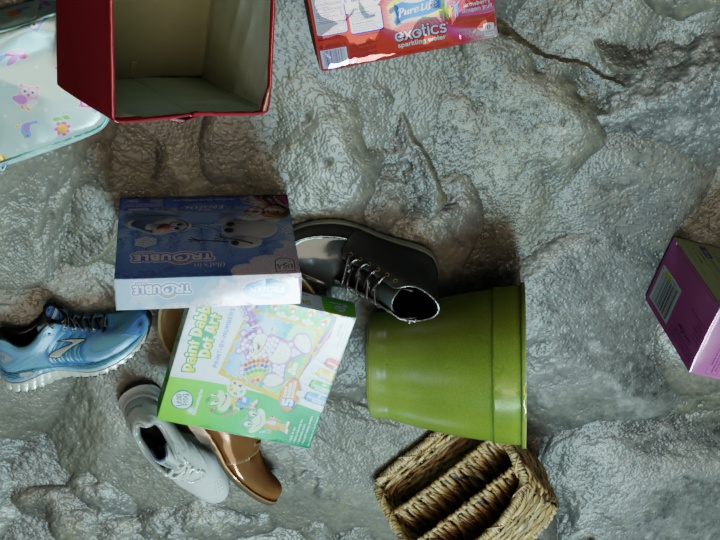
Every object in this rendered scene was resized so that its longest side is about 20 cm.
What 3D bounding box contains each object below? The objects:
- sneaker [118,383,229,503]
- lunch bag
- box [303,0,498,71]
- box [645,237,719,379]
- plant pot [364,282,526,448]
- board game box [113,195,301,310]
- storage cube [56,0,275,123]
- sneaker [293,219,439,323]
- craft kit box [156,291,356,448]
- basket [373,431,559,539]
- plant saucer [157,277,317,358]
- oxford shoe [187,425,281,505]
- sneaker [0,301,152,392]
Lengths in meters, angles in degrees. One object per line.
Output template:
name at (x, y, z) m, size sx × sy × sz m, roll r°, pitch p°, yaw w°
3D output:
sneaker at (-0.237, 0.235, 1.762) m, size 0.074 × 0.087 × 0.200 m, roll -35°, pitch 119°, yaw 10°
lunch bag at (-0.377, -0.196, 1.507) m, size 0.199 × 0.077 × 0.161 m, roll -17°, pitch 121°, yaw 1°
box at (0.040, -0.293, 1.499) m, size 0.199 × 0.096 × 0.100 m, roll -12°, pitch 120°, yaw -1°
box at (0.480, 0.060, 1.711) m, size 0.199 × 0.176 × 0.097 m, roll 12°, pitch 117°, yaw -15°
plant pot at (0.105, 0.114, 1.697) m, size 0.192 × 0.201 × 0.201 m, roll 0°, pitch 120°, yaw 6°
board game box at (-0.173, -0.024, 1.561) m, size 0.199 × 0.199 × 0.044 m, roll -2°, pitch 119°, yaw -7°
storage cube at (-0.199, -0.258, 1.399) m, size 0.170 × 0.180 × 0.201 m, roll -7°, pitch 110°, yaw -28°
sneaker at (0.000, 0.000, 1.649) m, size 0.199 × 0.106 × 0.075 m, roll 8°, pitch 118°, yaw -9°
craft kit box at (-0.127, 0.108, 1.677) m, size 0.197 × 0.049 × 0.201 m, roll 14°, pitch 116°, yaw -11°
basket at (0.136, 0.301, 1.817) m, size 0.200 × 0.143 × 0.149 m, roll -38°, pitch 118°, yaw 13°
plant saucer at (-0.146, 0.056, 1.696) m, size 0.199 × 0.035 × 0.201 m, roll -2°, pitch 124°, yaw -4°
oxford shoe at (-0.150, 0.221, 1.777) m, size 0.071 × 0.071 × 0.200 m, roll -32°, pitch 117°, yaw 6°
sneaker at (-0.347, 0.079, 1.666) m, size 0.199 × 0.078 × 0.090 m, roll -17°, pitch 117°, yaw 1°
